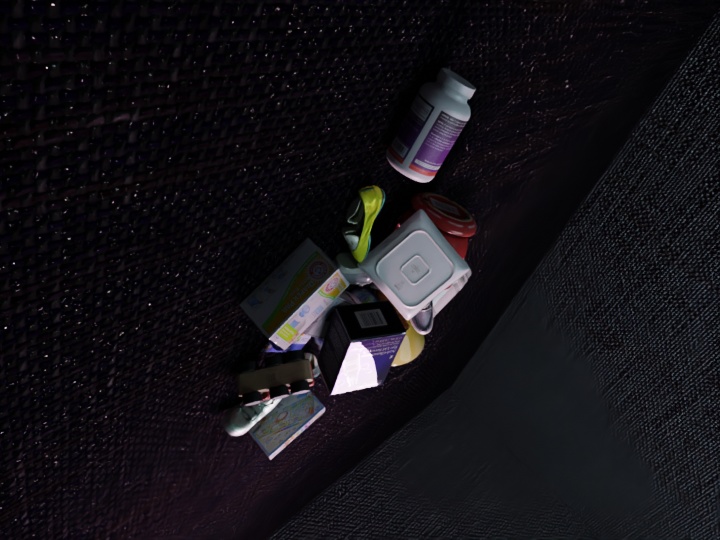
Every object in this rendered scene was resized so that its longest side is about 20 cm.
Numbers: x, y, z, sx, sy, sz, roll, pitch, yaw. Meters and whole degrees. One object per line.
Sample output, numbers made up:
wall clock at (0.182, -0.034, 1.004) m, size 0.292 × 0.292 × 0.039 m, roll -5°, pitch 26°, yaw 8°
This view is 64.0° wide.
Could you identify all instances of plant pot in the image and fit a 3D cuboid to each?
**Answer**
plant pot at (0.091, 0.161, 1.727) m, size 0.199 × 0.199 × 0.144 m, roll -34°, pitch 134°, yaw -29°
plant pot at (0.177, -0.078, 1.429) m, size 0.199 × 0.200 × 0.184 m, roll -16°, pitch 139°, yaw -52°

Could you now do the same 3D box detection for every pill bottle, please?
pill bottle at (0.139, -0.282, 1.123) m, size 0.112 × 0.112 × 0.201 m, roll -14°, pitch 142°, yaw -53°

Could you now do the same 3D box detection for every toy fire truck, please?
toy fire truck at (-0.199, 0.256, 1.408) m, size 0.173 × 0.131 × 0.200 m, roll -13°, pitch 162°, yaw 0°

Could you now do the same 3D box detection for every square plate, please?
square plate at (0.126, -0.005, 1.336) m, size 0.197 × 0.200 × 0.029 m, roll -40°, pitch -159°, yaw 9°

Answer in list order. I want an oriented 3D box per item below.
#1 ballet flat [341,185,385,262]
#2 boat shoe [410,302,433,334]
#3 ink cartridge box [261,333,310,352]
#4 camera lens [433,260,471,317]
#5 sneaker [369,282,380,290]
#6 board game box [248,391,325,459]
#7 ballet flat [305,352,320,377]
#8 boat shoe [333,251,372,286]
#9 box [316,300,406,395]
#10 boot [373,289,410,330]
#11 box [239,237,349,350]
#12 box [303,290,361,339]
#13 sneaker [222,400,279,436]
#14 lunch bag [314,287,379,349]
ballet flat at (-0.005, -0.100, 1.252) m, size 0.066 × 0.067 × 0.202 m, roll -7°, pitch 137°, yaw -27°
boat shoe at (0.168, 0.084, 1.597) m, size 0.073 × 0.204 × 0.093 m, roll -11°, pitch -174°, yaw -3°
ink cartridge box at (-0.145, 0.134, 1.406) m, size 0.201 × 0.042 × 0.119 m, roll -50°, pitch 158°, yaw 10°
camera lens at (0.215, 0.031, 1.733) m, size 0.200 × 0.160 × 0.160 m, roll -44°, pitch 158°, yaw -7°
sneaker at (0.077, 0.003, 1.541) m, size 0.200 × 0.083 × 0.076 m, roll -48°, pitch 147°, yaw -70°
board game box at (-0.215, 0.404, 1.605) m, size 0.199 × 0.134 × 0.034 m, roll -37°, pitch 157°, yaw -21°
ballet flat at (-0.154, 0.267, 1.571) m, size 0.200 × 0.068 × 0.073 m, roll -26°, pitch 121°, yaw -70°
boat shoe at (0.000, 0.001, 1.396) m, size 0.199 × 0.071 × 0.072 m, roll 3°, pitch 138°, yaw -44°
box at (-0.002, 0.180, 1.338) m, size 0.146 × 0.105 × 0.202 m, roll -6°, pitch 136°, yaw -26°
boot at (0.088, 0.101, 1.622) m, size 0.199 × 0.155 × 0.077 m, roll -38°, pitch 157°, yaw -21°
box at (-0.133, 0.049, 1.196) m, size 0.200 × 0.101 × 0.113 m, roll -45°, pitch 159°, yaw -6°
box at (-0.068, 0.101, 1.362) m, size 0.117 × 0.060 × 0.200 m, roll -50°, pitch 156°, yaw 4°
sneaker at (-0.266, 0.338, 1.474) m, size 0.119 × 0.074 × 0.200 m, roll -50°, pitch 169°, yaw 26°
lunch bag at (-0.016, 0.159, 1.520) m, size 0.199 × 0.161 × 0.083 m, roll -39°, pitch 157°, yaw -21°
